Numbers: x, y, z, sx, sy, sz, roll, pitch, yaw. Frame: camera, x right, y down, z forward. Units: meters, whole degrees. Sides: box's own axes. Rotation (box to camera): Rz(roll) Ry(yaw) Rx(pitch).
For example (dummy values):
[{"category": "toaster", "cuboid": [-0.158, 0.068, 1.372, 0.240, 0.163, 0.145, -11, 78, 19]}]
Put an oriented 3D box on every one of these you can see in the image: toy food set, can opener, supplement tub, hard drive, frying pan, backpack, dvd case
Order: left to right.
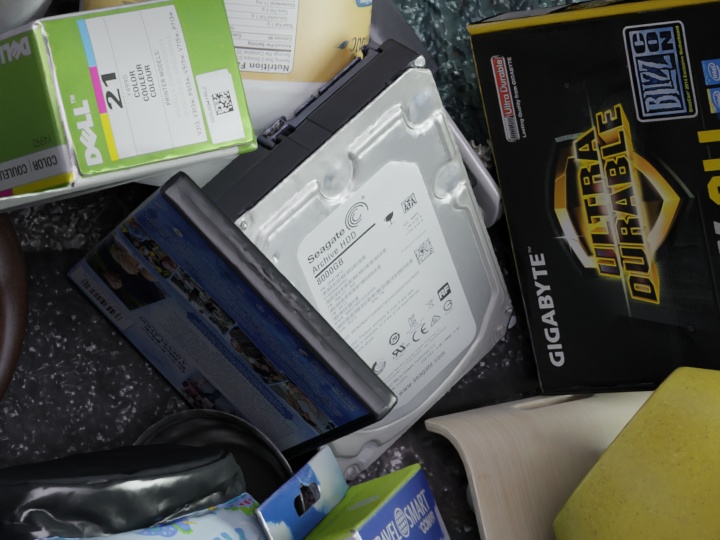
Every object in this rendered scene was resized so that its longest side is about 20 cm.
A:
[{"category": "backpack", "cuboid": [-0.094, 0.186, 1.197, 0.163, 0.154, 0.200, -4, 93, -51]}, {"category": "dvd case", "cuboid": [-0.066, 0.030, 1.247, 0.143, 0.200, 0.018, 46, 69, -5]}, {"category": "supplement tub", "cuboid": [-0.065, -0.145, 1.289, 0.144, 0.145, 0.200, 2, 101, -16]}, {"category": "frying pan", "cuboid": [-0.049, 0.152, 1.277, 0.115, 0.031, 0.190, -47, 71, 23]}, {"category": "hard drive", "cuboid": [0.000, 0.000, 1.292, 0.140, 0.038, 0.200, -42, 137, -20]}, {"category": "can opener", "cuboid": [0.009, -0.099, 1.372, 0.066, 0.053, 0.200, -31, 89, -23]}, {"category": "toy food set", "cuboid": [0.117, 0.161, 1.360, 0.143, 0.060, 0.200, -9, 84, -29]}]

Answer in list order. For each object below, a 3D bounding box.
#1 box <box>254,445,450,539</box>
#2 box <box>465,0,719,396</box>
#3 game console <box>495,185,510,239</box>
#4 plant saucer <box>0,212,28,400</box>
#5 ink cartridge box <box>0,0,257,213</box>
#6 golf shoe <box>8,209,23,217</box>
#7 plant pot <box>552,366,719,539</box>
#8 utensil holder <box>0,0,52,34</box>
[{"category": "box", "cuboid": [0.024, 0.181, 1.237, 0.048, 0.122, 0.200, -22, 94, 18]}, {"category": "box", "cuboid": [0.150, -0.040, 1.324, 0.049, 0.160, 0.200, -30, 112, -56]}, {"category": "game console", "cuboid": [0.205, -0.047, 1.392, 0.200, 0.176, 0.116, 38, 43, -7]}, {"category": "plant saucer", "cuboid": [-0.246, 0.029, 1.234, 0.200, 0.032, 0.200, -9, 111, -25]}, {"category": "ink cartridge box", "cuboid": [-0.170, -0.062, 1.153, 0.200, 0.148, 0.076, -14, 92, -37]}, {"category": "golf shoe", "cuboid": [-0.243, -0.045, 1.271, 0.200, 0.088, 0.077, -10, 81, -19]}, {"category": "plant pot", "cuboid": [0.178, 0.130, 1.273, 0.142, 0.200, 0.200, 38, 71, 9]}, {"category": "utensil holder", "cuboid": [-0.211, -0.180, 1.242, 0.170, 0.200, 0.170, 3, 79, -14]}]
